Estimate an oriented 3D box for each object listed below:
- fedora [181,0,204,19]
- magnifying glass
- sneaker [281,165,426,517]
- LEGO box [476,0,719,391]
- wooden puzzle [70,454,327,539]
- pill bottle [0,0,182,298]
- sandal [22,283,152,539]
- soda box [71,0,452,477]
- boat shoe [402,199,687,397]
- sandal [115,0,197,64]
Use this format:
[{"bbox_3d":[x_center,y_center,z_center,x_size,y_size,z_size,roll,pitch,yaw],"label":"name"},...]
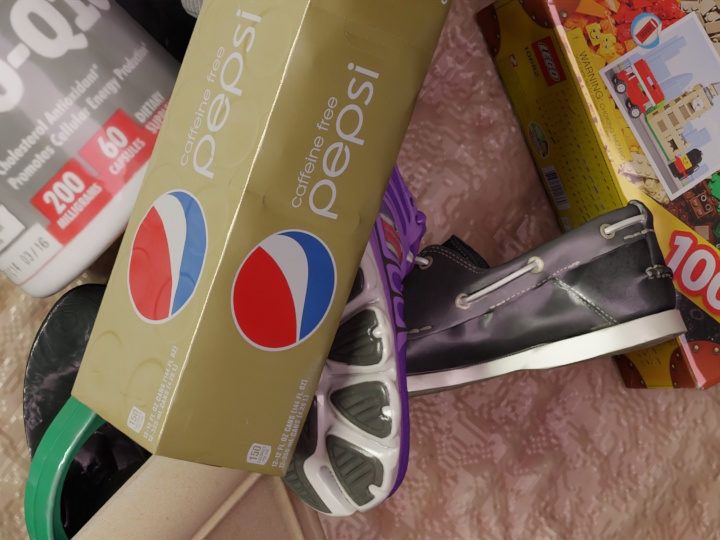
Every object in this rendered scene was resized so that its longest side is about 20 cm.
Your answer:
[{"bbox_3d":[-0.027,-0.154,0.773,0.176,0.200,0.091,12,114,22],"label":"fedora"},{"bbox_3d":[-0.079,0.030,0.726,0.079,0.022,0.201,9,101,-49],"label":"magnifying glass"},{"bbox_3d":[0.000,0.000,0.749,0.083,0.080,0.201,14,63,-44],"label":"sneaker"},{"bbox_3d":[0.166,-0.063,0.866,0.149,0.077,0.201,-24,94,-17],"label":"LEGO box"},{"bbox_3d":[-0.069,0.176,0.741,0.185,0.037,0.201,-47,128,-38],"label":"wooden puzzle"},{"bbox_3d":[-0.164,-0.094,0.742,0.200,0.114,0.114,44,75,-11],"label":"pill bottle"},{"bbox_3d":[-0.107,0.106,0.783,0.075,0.048,0.201,3,87,-17],"label":"sandal"},{"bbox_3d":[-0.036,-0.031,0.675,0.064,0.068,0.201,14,97,-39],"label":"soda box"},{"bbox_3d":[0.038,0.020,0.804,0.199,0.072,0.068,-14,87,8],"label":"boat shoe"},{"bbox_3d":[-0.133,-0.170,0.794,0.200,0.043,0.076,45,75,-10],"label":"sandal"}]
